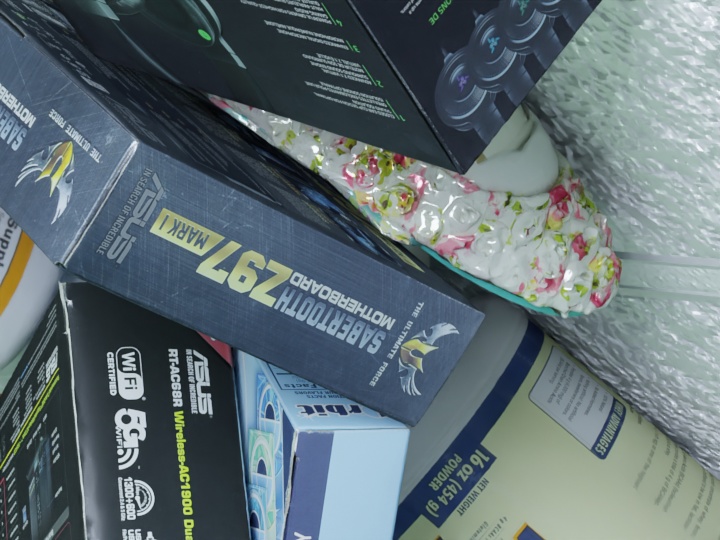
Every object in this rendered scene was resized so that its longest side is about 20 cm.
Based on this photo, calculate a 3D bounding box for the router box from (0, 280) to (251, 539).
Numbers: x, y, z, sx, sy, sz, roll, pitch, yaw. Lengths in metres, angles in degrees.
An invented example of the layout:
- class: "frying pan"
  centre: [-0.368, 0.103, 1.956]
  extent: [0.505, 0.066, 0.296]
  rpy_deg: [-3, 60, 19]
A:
- class: "router box"
  centre: [-0.095, 0.107, 0.951]
  extent: [0.062, 0.150, 0.200]
  rpy_deg: [1, 158, -18]

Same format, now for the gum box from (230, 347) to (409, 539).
- class: "gum box"
  centre: [-0.041, 0.085, 0.961]
  extent: [0.200, 0.045, 0.170]
  rpy_deg: [-123, 38, -60]

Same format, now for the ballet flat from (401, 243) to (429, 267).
- class: "ballet flat"
  centre: [0.000, 0.000, 1.057]
  extent: [0.062, 0.067, 0.200]
  rpy_deg: [9, 166, -5]

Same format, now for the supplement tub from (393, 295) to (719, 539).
- class: "supplement tub"
  centre: [0.079, 0.122, 1.034]
  extent: [0.200, 0.145, 0.145]
  rpy_deg: [40, 162, -4]

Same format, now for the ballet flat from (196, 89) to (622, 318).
- class: "ballet flat"
  centre: [0.010, -0.057, 0.871]
  extent: [0.200, 0.076, 0.064]
  rpy_deg: [32, 128, 3]

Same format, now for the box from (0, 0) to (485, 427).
- class: "box"
  centre: [-0.071, -0.034, 0.868]
  extent: [0.158, 0.051, 0.200]
  rpy_deg: [25, -169, -40]

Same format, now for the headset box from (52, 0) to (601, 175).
- class: "headset box"
  centre: [-0.039, -0.131, 0.732]
  extent: [0.174, 0.093, 0.200]
  rpy_deg: [20, 155, 44]

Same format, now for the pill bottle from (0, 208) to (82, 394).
- class: "pill bottle"
  centre: [-0.181, -0.018, 0.984]
  extent: [0.200, 0.111, 0.111]
  rpy_deg: [28, 171, -37]
